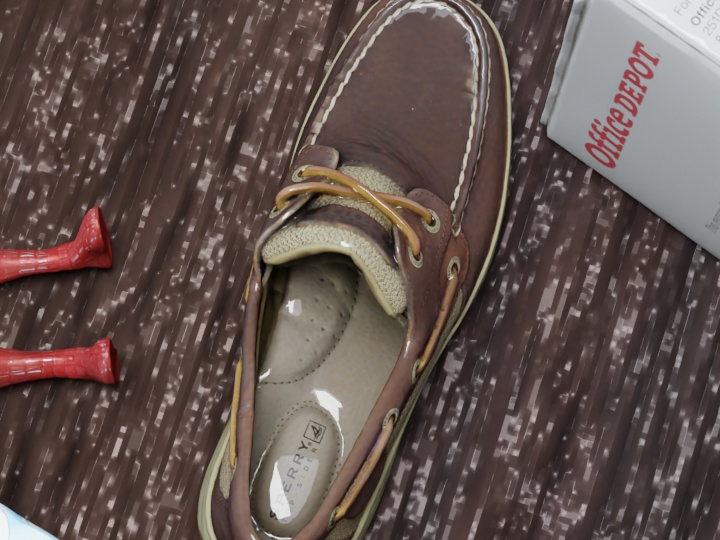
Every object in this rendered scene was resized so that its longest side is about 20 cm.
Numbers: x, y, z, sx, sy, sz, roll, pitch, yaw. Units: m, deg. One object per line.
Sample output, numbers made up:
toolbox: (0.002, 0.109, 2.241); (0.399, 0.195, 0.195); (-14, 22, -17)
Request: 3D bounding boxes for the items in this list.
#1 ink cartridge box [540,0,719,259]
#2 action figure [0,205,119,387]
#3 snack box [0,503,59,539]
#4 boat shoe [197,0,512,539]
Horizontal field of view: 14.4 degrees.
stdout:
ink cartridge box: (0.161, -0.036, 0.850); (0.199, 0.145, 0.084); (36, 77, 7)
action figure: (-0.177, 0.010, 0.859); (0.198, 0.099, 0.066); (-6, 75, 0)
snack box: (-0.078, 0.157, 0.853); (0.199, 0.037, 0.117); (30, 77, 6)
boat shoe: (0.000, 0.000, 0.875); (0.072, 0.072, 0.201); (20, 77, 4)
